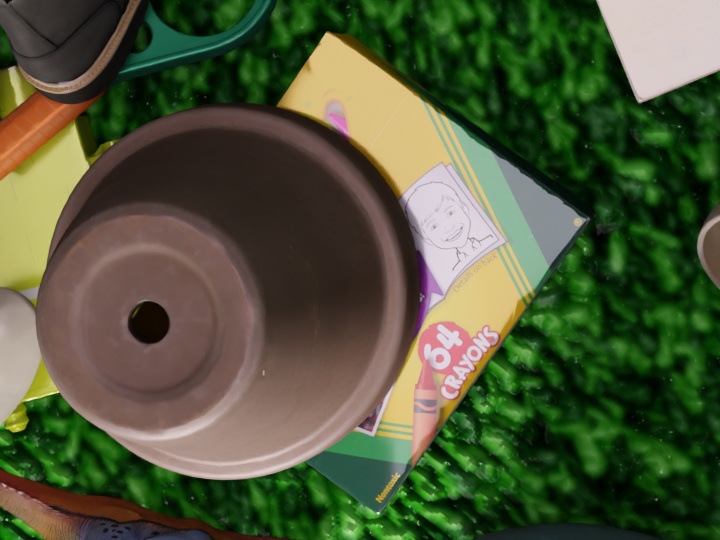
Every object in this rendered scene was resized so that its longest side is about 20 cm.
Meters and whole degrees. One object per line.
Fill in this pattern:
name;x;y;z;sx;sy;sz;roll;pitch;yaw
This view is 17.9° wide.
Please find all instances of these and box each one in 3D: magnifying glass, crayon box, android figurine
magnifying glass;-0.128;-0.121;1.249;0.200;0.022;0.080;-40;81;-4
crayon box;0.000;0.000;1.245;0.172;0.058;0.200;35;100;3
android figurine;-0.197;-0.011;1.284;0.182;0.041;0.200;-13;92;9

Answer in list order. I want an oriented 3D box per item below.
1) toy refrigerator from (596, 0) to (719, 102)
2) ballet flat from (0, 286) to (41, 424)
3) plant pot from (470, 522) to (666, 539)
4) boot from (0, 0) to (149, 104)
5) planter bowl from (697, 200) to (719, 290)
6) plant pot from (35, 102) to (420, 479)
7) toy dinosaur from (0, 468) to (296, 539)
toy refrigerator;0.225;-0.157;1.186;0.200;0.076;0.070;-23;93;11
ballet flat;-0.246;0.087;1.261;0.069;0.069;0.200;47;120;1
plant pot;0.098;0.211;1.204;0.135;0.200;0.200;34;102;39
boot;-0.137;-0.199;1.184;0.077;0.138;0.200;12;78;13
planter bowl;0.285;-0.037;1.146;0.200;0.200;0.135;22;72;6
plant pot;-0.084;0.016;1.145;0.200;0.175;0.201;1;95;13
toy dinosaur;-0.112;0.153;1.269;0.181;0.105;0.200;-19;81;-10
